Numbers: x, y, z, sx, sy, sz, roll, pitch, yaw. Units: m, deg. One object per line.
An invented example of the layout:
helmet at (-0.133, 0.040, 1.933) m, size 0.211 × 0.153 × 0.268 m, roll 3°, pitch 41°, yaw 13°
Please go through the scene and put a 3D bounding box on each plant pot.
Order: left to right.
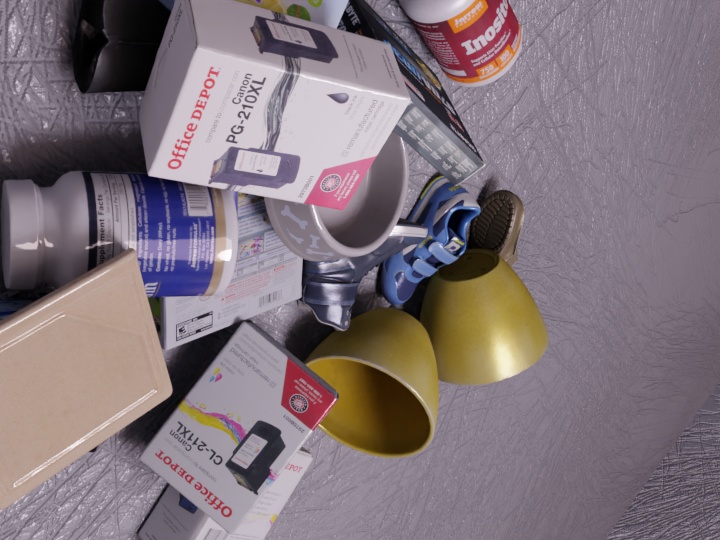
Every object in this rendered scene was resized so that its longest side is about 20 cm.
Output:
plant pot at (0.027, 0.136, 1.195) m, size 0.202 × 0.197 × 0.143 m, roll 80°, pitch 27°, yaw -42°
plant pot at (0.172, 0.054, 1.291) m, size 0.199 × 0.199 × 0.144 m, roll -32°, pitch 120°, yaw -32°

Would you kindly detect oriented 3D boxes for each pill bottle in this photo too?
pill bottle at (-0.221, -0.033, 0.796) m, size 0.197 × 0.116 × 0.117 m, roll -1°, pitch 117°, yaw -26°
pill bottle at (0.112, -0.317, 1.027) m, size 0.114 × 0.112 × 0.200 m, roll -56°, pitch 144°, yaw -4°

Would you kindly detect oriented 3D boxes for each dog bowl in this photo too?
dog bowl at (-0.018, -0.107, 0.956) m, size 0.199 × 0.058 × 0.203 m, roll -14°, pitch 108°, yaw -49°

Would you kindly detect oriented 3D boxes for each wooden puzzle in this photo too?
wooden puzzle at (-0.257, 0.092, 0.746) m, size 0.184 × 0.037 × 0.202 m, roll -34°, pitch 143°, yaw -31°

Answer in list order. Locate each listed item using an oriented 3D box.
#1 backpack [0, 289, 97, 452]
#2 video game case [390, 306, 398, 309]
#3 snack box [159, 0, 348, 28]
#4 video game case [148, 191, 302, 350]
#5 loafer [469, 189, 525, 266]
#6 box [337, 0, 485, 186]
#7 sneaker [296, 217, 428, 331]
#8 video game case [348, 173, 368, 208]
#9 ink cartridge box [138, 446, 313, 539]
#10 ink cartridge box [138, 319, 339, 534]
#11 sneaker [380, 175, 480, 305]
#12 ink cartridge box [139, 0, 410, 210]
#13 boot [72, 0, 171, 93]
backpack at (-0.320, 0.097, 0.801) m, size 0.165 × 0.153 × 0.200 m, roll -64°, pitch 163°, yaw 15°
video game case at (0.043, 0.173, 1.367) m, size 0.201 × 0.022 × 0.182 m, roll -57°, pitch 144°, yaw -2°
snack box at (-0.082, -0.291, 0.805) m, size 0.168 × 0.067 × 0.202 m, roll 37°, pitch 69°, yaw -48°
video game case at (-0.149, -0.027, 0.976) m, size 0.199 × 0.045 × 0.184 m, roll -21°, pitch 128°, yaw -41°
loafer at (0.216, -0.043, 1.382) m, size 0.067 × 0.076 × 0.202 m, roll -22°, pitch 140°, yaw -40°
box at (0.048, -0.201, 0.958) m, size 0.046 × 0.160 × 0.199 m, roll -35°, pitch 143°, yaw 19°
sneaker at (-0.001, 0.000, 1.134) m, size 0.200 × 0.077 × 0.149 m, roll -4°, pitch 107°, yaw -38°
video game case at (-0.015, -0.167, 1.013) m, size 0.199 × 0.023 × 0.185 m, roll 6°, pitch 92°, yaw -52°
ink cartridge box at (-0.172, 0.296, 1.144) m, size 0.201 × 0.087 × 0.145 m, roll -57°, pitch 144°, yaw -1°
ink cartridge box at (-0.141, 0.183, 1.027) m, size 0.201 × 0.145 × 0.083 m, roll -52°, pitch 180°, yaw -2°
sneaker at (0.099, -0.034, 1.237) m, size 0.074 × 0.082 × 0.202 m, roll 19°, pitch 102°, yaw -54°
ink cartridge box at (-0.080, -0.144, 0.765) m, size 0.197 × 0.085 × 0.145 m, roll 7°, pitch 137°, yaw -28°
boot at (-0.174, -0.176, 0.821) m, size 0.199 × 0.065 × 0.168 m, roll -12°, pitch 111°, yaw -52°
